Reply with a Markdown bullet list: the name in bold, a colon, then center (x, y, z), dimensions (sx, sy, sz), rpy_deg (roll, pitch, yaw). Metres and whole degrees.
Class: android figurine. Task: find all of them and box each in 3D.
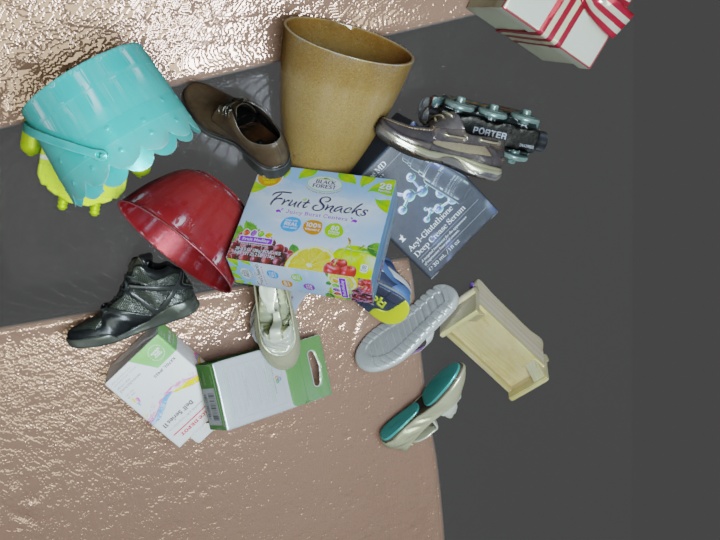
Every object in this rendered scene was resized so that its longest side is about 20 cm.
- **android figurine**: center (-0.387, -0.178, 1.164), dimensions (0.181, 0.041, 0.201), rpy_deg (8, 103, -16)

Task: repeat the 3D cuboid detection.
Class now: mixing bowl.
- **mixing bowl**: center (-0.233, -0.072, 1.168), dimensions (0.200, 0.200, 0.109), rpy_deg (43, 73, -20)

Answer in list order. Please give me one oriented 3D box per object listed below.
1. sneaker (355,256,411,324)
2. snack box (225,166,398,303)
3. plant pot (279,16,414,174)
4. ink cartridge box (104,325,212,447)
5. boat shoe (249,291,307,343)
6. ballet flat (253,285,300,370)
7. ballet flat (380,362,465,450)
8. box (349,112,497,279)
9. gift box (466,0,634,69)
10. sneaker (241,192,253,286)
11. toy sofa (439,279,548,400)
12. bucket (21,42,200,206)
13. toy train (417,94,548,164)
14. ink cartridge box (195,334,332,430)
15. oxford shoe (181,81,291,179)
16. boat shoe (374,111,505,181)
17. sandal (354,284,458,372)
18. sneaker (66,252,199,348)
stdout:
- **sneaker**: center (0.000, 0.000, 1.295), dimensions (0.200, 0.082, 0.074), rpy_deg (42, 123, -3)
- **snack box**: center (-0.061, -0.054, 1.120), dimensions (0.199, 0.169, 0.068), rpy_deg (10, 148, 10)
- **plant pot**: center (-0.041, -0.234, 1.167), dimensions (0.185, 0.187, 0.201), rpy_deg (10, 120, -15)
- **ink cartridge box**: center (-0.286, 0.192, 1.288), dimensions (0.117, 0.067, 0.200), rpy_deg (-43, 111, 2)
- **boat shoe**: center (-0.117, 0.020, 1.270), dimensions (0.073, 0.065, 0.200), rpy_deg (28, 104, -34)
- **ballet flat**: center (-0.128, 0.065, 1.207), dimensions (0.069, 0.069, 0.201), rpy_deg (-10, 108, -9)
- **ballet flat**: center (0.119, 0.235, 1.378), dimensions (0.069, 0.070, 0.200), rpy_deg (39, 110, -20)
- **box**: center (0.083, -0.115, 1.253), dimensions (0.148, 0.107, 0.200), rpy_deg (-46, 110, 5)
- **gift box**: center (0.281, -0.418, 1.160), dimensions (0.184, 0.187, 0.201), rpy_deg (22, 102, -18)
- **sneaker**: center (-0.141, -0.071, 1.245), dimensions (0.090, 0.076, 0.201), rpy_deg (27, 96, -7)
- **toy sofa**: center (0.225, 0.117, 1.380), dimensions (0.083, 0.098, 0.200), rpy_deg (-37, 113, 27)
- **bucket**: center (-0.323, -0.188, 1.057), dimensions (0.207, 0.207, 0.135), rpy_deg (-32, 99, -1)
- **toy train**: center (0.182, -0.219, 1.239), dimensions (0.199, 0.114, 0.086), rpy_deg (8, 111, -13)
- **ink cartridge box**: center (-0.149, 0.173, 1.285), dimensions (0.199, 0.059, 0.104), rpy_deg (-13, 90, -37)
- **oxford shoe**: center (-0.173, -0.217, 1.141), dimensions (0.200, 0.085, 0.073), rpy_deg (35, 63, 18)
- **boat shoe**: center (0.115, -0.186, 1.148), dimensions (0.199, 0.074, 0.074), rpy_deg (16, 95, -21)
- **sandal**: center (0.084, 0.105, 1.345), dimensions (0.202, 0.083, 0.050), rpy_deg (-37, 136, 1)
- **sneaker**: center (-0.353, 0.041, 1.224), dimensions (0.199, 0.076, 0.115), rpy_deg (-21, 109, -8)
